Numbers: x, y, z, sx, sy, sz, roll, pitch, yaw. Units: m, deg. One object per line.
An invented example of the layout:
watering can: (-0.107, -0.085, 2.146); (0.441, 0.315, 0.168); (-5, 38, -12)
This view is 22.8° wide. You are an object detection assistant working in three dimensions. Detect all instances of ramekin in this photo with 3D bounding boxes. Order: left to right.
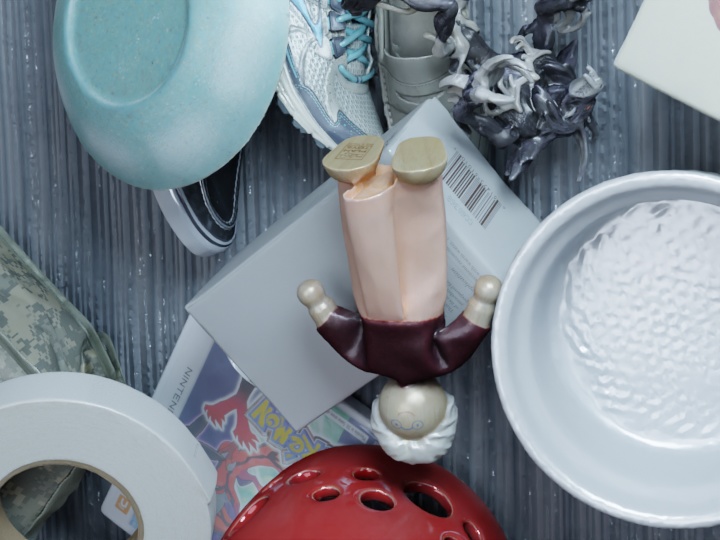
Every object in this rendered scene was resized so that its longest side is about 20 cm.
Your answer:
ramekin: (0.181, 0.037, 1.016); (0.199, 0.098, 0.202); (3, 101, 14)

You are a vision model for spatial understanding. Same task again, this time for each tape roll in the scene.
tape roll: (-0.196, 0.162, 1.201); (0.202, 0.037, 0.204); (1, 118, 2)

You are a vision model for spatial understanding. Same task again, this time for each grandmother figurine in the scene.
grandmother figurine: (0.021, 0.023, 1.022); (0.121, 0.061, 0.201); (7, 122, 28)

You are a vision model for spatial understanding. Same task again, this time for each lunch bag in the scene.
lunch bag: (-0.266, 0.088, 1.261); (0.200, 0.117, 0.164); (45, 113, 12)

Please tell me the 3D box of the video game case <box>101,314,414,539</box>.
video game case: (-0.070, 0.147, 1.222); (0.200, 0.023, 0.183); (33, 110, 20)

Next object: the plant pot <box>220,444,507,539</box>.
plant pot: (-0.016, 0.227, 1.097); (0.199, 0.182, 0.202); (4, 103, 18)

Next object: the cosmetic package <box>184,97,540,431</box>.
cosmetic package: (0.000, 0.000, 1.103); (0.200, 0.081, 0.113); (-34, 101, 36)

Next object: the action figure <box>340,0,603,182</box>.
action figure: (0.082, -0.134, 1.024); (0.200, 0.119, 0.102); (38, 152, -19)

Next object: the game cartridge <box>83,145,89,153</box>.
game cartridge: (-0.135, -0.185, 1.141); (0.133, 0.041, 0.201); (-9, 83, 33)

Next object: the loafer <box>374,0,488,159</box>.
loafer: (0.038, -0.126, 1.101); (0.070, 0.070, 0.201); (-2, 99, 24)

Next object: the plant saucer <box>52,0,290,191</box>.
plant saucer: (-0.131, -0.151, 1.091); (0.200, 0.039, 0.202); (-2, 87, 37)

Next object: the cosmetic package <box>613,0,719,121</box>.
cosmetic package: (0.254, -0.105, 0.978); (0.199, 0.103, 0.088); (30, 107, 19)

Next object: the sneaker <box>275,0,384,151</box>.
sneaker: (-0.024, -0.166, 1.129); (0.086, 0.078, 0.201); (-26, 84, 24)

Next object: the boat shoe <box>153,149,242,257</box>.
boat shoe: (-0.102, -0.112, 1.183); (0.068, 0.072, 0.201); (-12, 84, 29)
